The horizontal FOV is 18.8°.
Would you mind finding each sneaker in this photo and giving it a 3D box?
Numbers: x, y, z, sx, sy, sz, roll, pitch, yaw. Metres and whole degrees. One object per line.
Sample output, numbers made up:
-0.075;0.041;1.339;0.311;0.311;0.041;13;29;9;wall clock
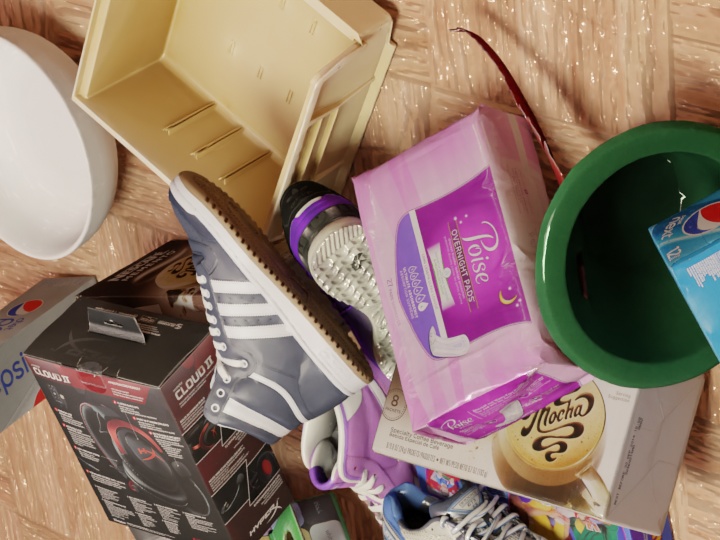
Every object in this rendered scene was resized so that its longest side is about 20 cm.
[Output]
0.085;0.199;1.561;0.200;0.077;0.085;6;115;43;sneaker
-0.093;0.033;1.531;0.108;0.070;0.200;-38;99;12;sneaker
0.000;0.000;1.563;0.100;0.070;0.200;47;175;40;sneaker
0.005;0.159;1.656;0.072;0.114;0.201;7;121;42;sneaker

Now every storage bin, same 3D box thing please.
-0.092;-0.151;1.561;0.200;0.094;0.199;41;139;18;storage bin

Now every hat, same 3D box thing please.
0.164;-0.048;1.403;0.176;0.165;0.201;-125;30;-65;hat

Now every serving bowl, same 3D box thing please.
-0.265;-0.112;1.785;0.200;0.066;0.201;25;129;35;serving bowl

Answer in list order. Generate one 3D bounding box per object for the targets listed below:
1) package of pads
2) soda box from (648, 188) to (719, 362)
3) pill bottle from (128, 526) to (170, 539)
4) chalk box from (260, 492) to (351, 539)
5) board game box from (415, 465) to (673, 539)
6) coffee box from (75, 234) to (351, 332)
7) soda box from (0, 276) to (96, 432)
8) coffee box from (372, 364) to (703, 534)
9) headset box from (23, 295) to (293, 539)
0.074;0.002;1.425;0.120;0.076;0.201;-29;61;31;package of pads
0.251;0.050;1.317;0.200;0.064;0.068;59;-173;-22;soda box
-0.166;0.149;1.823;0.116;0.116;0.200;-25;95;51;pill bottle
-0.064;0.268;1.738;0.200;0.124;0.125;92;161;-48;chalk box
0.132;0.171;1.586;0.200;0.045;0.135;9;122;42;board game box
-0.112;0.030;1.689;0.200;0.113;0.080;-2;114;46;coffee box
-0.293;0.077;1.835;0.063;0.200;0.068;-4;112;34;soda box
0.118;0.097;1.474;0.200;0.080;0.113;14;85;40;coffee box
-0.155;0.111;1.643;0.148;0.075;0.200;10;135;39;headset box
